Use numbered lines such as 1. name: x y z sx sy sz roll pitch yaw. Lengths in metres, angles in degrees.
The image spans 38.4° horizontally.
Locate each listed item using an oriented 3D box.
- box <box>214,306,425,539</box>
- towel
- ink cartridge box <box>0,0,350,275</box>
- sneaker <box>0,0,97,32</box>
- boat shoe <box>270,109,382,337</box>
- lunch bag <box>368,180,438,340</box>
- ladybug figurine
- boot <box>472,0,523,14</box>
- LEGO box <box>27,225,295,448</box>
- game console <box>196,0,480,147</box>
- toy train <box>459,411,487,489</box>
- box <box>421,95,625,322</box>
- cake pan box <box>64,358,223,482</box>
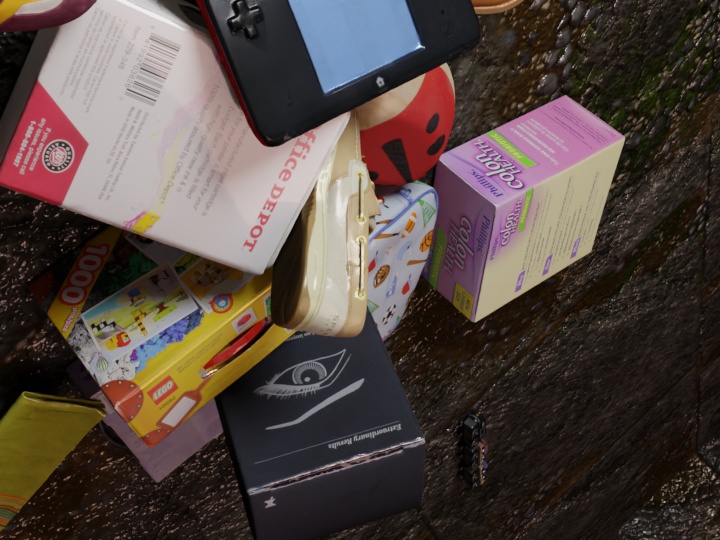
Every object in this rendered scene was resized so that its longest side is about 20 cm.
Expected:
1. box: -0.046 0.113 0.871 0.146 0.201 0.105 -13 139 -11
2. towel: -0.306 0.177 0.891 0.200 0.018 0.086 -46 145 21
3. ink cartridge box: -0.129 -0.102 0.706 0.199 0.086 0.148 20 111 -30
4. sneaker: -0.231 -0.157 0.536 0.198 0.090 0.075 5 122 -26
5. boat shoe: -0.020 -0.040 0.762 0.066 0.202 0.074 21 148 -24
6. lunch bag: 0.000 0.000 1.020 0.160 0.075 0.201 -39 149 -42
7. ladybug figurine: 0.022 -0.130 0.898 0.135 0.073 0.200 -23 156 11
8. boot: 0.081 -0.271 0.839 0.200 0.074 0.155 -40 152 -5
9. LEGO box: -0.139 0.016 0.830 0.200 0.149 0.077 -39 148 -13
10. game console: -0.019 -0.198 0.676 0.199 0.031 0.178 -30 102 -28
11. toy train: 0.177 0.280 1.605 0.046 0.034 0.201 -45 149 -27
12. box: 0.178 -0.070 1.160 0.199 0.097 0.177 -29 144 -28
13. cake pan box: -0.162 0.096 0.985 0.200 0.052 0.185 -39 145 -13
